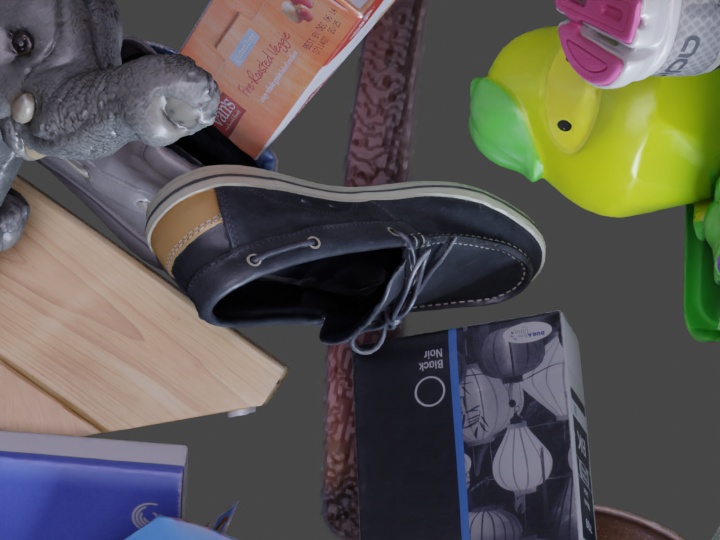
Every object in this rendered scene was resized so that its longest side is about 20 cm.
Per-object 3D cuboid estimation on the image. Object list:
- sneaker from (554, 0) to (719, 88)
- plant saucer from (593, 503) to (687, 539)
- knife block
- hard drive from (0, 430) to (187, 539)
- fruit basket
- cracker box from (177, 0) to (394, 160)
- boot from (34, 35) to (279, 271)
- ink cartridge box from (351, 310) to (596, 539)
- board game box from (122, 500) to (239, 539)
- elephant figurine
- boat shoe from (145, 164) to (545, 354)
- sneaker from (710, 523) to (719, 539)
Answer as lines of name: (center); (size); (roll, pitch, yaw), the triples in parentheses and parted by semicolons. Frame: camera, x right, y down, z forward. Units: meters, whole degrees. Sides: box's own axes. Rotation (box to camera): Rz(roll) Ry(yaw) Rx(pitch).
sneaker: (0.132, -0.168, 1.106); (0.087, 0.074, 0.201); (7, 87, -36)
plant saucer: (0.087, 0.202, 1.219); (0.200, 0.037, 0.201); (0, 86, -2)
knife block: (-0.142, -0.010, 1.214); (0.199, 0.064, 0.176); (-10, 89, 0)
hard drive: (-0.177, 0.124, 1.195); (0.199, 0.025, 0.132); (5, 125, 0)
fruit basket: (0.156, -0.070, 1.184); (0.215, 0.155, 0.216); (0, 89, -18)
cracker box: (0.011, -0.152, 1.143); (0.058, 0.134, 0.200); (40, 60, -1)
boot: (-0.120, -0.085, 1.191); (0.200, 0.096, 0.074); (36, 59, -4)
ink cartridge box: (0.051, 0.121, 1.177); (0.099, 0.039, 0.201); (-10, 65, 14)
board game box: (-0.052, 0.165, 1.168); (0.158, 0.200, 0.039); (42, 48, -10)
elephant figurine: (-0.145, -0.084, 1.095); (0.155, 0.142, 0.200); (46, 121, -5)
boat shoe: (0.000, 0.000, 1.172); (0.075, 0.200, 0.062); (-48, 51, 36)
sneaker: (0.142, 0.159, 1.166); (0.070, 0.080, 0.200); (42, 88, 0)
